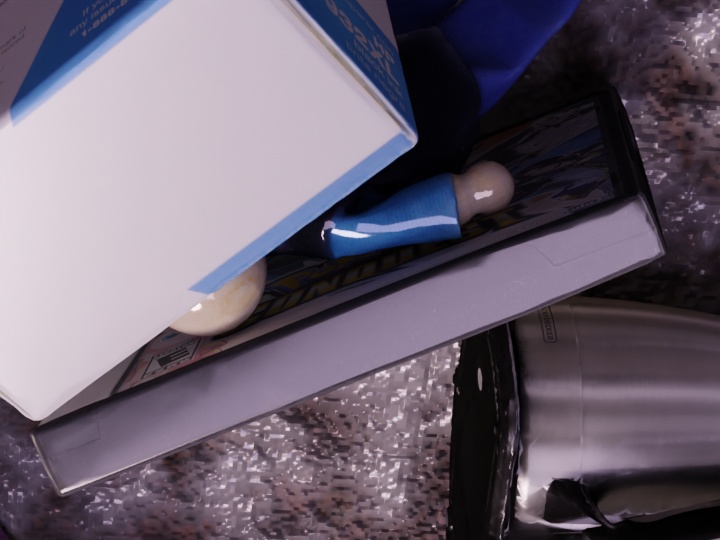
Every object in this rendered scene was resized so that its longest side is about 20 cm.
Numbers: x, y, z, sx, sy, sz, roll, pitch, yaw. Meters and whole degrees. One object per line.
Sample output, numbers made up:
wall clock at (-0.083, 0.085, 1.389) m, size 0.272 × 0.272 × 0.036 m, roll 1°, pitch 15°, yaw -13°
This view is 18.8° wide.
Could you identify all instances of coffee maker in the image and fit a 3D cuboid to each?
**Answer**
coffee maker at (0.137, 0.087, 0.840) m, size 0.199 × 0.135 × 0.192 m, roll 1°, pitch 147°, yaw -5°

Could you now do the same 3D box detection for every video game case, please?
video game case at (0.000, 0.000, 0.724) m, size 0.199 × 0.181 × 0.026 m, roll -22°, pitch 102°, yaw 9°

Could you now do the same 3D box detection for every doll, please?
doll at (0.000, -0.055, 0.690) m, size 0.200 × 0.136 × 0.049 m, roll -50°, pitch 139°, yaw -22°

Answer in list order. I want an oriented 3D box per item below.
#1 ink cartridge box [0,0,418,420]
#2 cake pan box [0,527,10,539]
ink cartridge box at (-0.072, -0.075, 0.653) m, size 0.145 × 0.200 × 0.084 m, roll -36°, pitch 122°, yaw 18°
cake pan box at (-0.143, 0.202, 0.832) m, size 0.052 × 0.200 × 0.184 m, roll -24°, pitch 120°, yaw 14°
